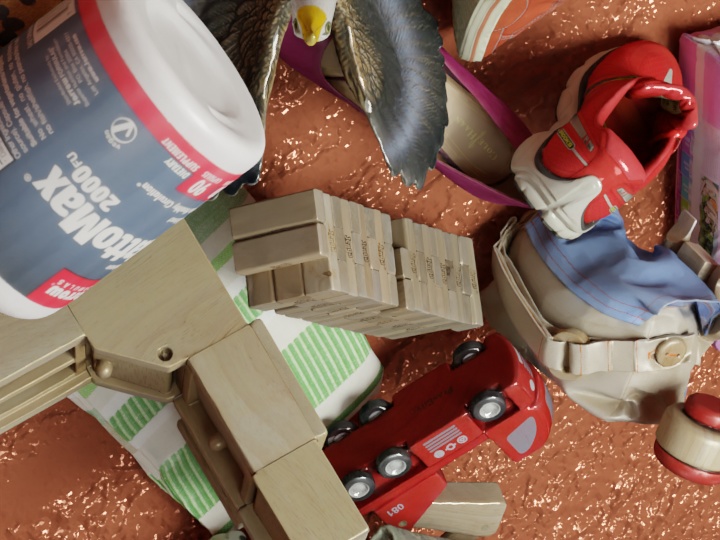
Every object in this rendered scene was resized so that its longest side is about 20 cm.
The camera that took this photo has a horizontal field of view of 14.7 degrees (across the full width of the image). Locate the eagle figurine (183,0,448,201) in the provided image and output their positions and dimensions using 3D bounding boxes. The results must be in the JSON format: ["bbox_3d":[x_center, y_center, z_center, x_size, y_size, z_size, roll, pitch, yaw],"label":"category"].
[{"bbox_3d":[-0.027,-0.143,1.434,0.151,0.151,0.201,-46,153,-43],"label":"eagle figurine"}]

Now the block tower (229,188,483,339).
[{"bbox_3d":[0.000,0.000,1.530,0.200,0.058,0.054,15,67,-61],"label":"block tower"}]

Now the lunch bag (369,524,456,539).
[{"bbox_3d":[0.006,0.247,1.603,0.200,0.118,0.164,-43,151,18],"label":"lunch bag"}]

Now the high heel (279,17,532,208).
[{"bbox_3d":[0.026,-0.103,1.518,0.200,0.096,0.068,29,100,-38],"label":"high heel"}]

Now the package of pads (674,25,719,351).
[{"bbox_3d":[0.253,-0.060,1.686,0.120,0.076,0.201,-15,123,-20],"label":"package of pads"}]

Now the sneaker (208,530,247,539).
[{"bbox_3d":[-0.116,0.238,1.640,0.081,0.075,0.201,14,115,-20],"label":"sneaker"}]

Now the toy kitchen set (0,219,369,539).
[{"bbox_3d":[-0.123,0.112,1.493,0.180,0.201,0.163,-29,167,-13],"label":"toy kitchen set"}]

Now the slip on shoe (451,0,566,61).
[{"bbox_3d":[0.084,-0.156,1.473,0.061,0.200,0.075,-1,79,-10],"label":"slip on shoe"}]

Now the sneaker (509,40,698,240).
[{"bbox_3d":[0.155,-0.079,1.556,0.085,0.200,0.077,-30,102,31],"label":"sneaker"}]

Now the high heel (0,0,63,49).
[{"bbox_3d":[-0.218,-0.089,1.402,0.142,0.071,0.200,35,90,-37],"label":"high heel"}]

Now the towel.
[{"bbox_3d":[-0.084,0.049,1.588,0.152,0.023,0.200,-43,127,-3],"label":"towel"}]

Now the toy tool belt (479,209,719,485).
[{"bbox_3d":[0.161,0.020,1.601,0.124,0.200,0.123,3,117,-40],"label":"toy tool belt"}]

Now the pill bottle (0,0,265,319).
[{"bbox_3d":[-0.157,-0.047,1.371,0.200,0.120,0.120,-36,130,15],"label":"pill bottle"}]

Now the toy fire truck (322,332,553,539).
[{"bbox_3d":[0.039,0.133,1.647,0.199,0.049,0.141,-32,133,12],"label":"toy fire truck"}]
